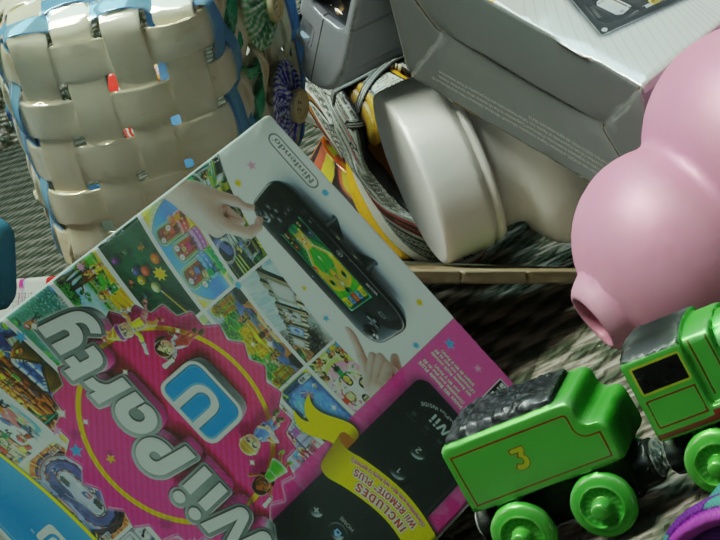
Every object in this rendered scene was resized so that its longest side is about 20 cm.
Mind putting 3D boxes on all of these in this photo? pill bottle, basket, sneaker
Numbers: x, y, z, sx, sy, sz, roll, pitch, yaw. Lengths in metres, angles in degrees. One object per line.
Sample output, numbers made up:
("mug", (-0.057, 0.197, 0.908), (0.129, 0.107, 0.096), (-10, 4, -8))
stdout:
("pill bottle", (0.111, -0.079, 1.061), (0.199, 0.111, 0.111), (-24, 11, -7))
("basket", (-0.096, -0.103, 1.069), (0.139, 0.177, 0.200), (-14, 37, 0))
("sneaker", (0.007, -0.092, 1.164), (0.078, 0.200, 0.082), (-36, -4, -14))

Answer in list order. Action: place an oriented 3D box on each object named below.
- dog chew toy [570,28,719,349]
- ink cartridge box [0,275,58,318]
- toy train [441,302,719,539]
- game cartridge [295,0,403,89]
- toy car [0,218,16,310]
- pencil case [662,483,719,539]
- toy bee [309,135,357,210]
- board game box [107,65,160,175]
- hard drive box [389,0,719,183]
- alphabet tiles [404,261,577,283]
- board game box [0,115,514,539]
("dog chew toy", (0.157, -0.045, 0.846), (0.200, 0.125, 0.125), (-38, 13, -7))
("ink cartridge box", (-0.103, 0.036, 1.129), (0.116, 0.068, 0.200), (0, -1, -23))
("toy train", (0.115, 0.036, 0.741), (0.200, 0.057, 0.042), (-24, 12, 26))
("game cartridge", (0.042, -0.175, 0.998), (0.133, 0.042, 0.200), (-26, -33, -32))
("toy car", (-0.108, 0.069, 0.981), (0.199, 0.185, 0.177), (-2, 2, -18))
("pencil case", (0.161, 0.034, 0.559), (0.200, 0.085, 0.092), (-37, -15, -29))
("toy bee", (0.000, -0.037, 1.253), (0.200, 0.109, 0.131), (-19, -40, -35))
("board game box", (-0.088, -0.049, 1.364), (0.046, 0.152, 0.200), (-29, 11, -1))
("hard drive box", (0.133, -0.131, 0.971), (0.200, 0.077, 0.156), (-38, 48, -21))
("alphabet tiles", (0.000, 0.000, 1.052), (0.167, 0.008, 0.200), (0, 1, -33))
("board game box", (-0.050, 0.060, 0.778), (0.200, 0.148, 0.064), (-42, -2, -44))
